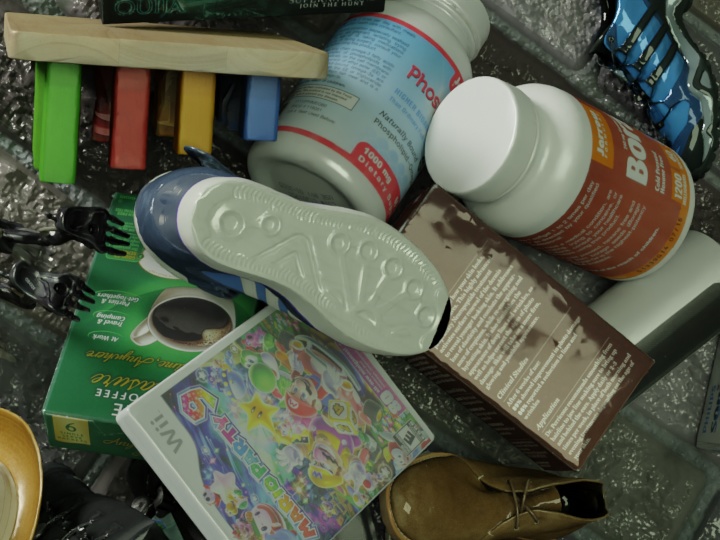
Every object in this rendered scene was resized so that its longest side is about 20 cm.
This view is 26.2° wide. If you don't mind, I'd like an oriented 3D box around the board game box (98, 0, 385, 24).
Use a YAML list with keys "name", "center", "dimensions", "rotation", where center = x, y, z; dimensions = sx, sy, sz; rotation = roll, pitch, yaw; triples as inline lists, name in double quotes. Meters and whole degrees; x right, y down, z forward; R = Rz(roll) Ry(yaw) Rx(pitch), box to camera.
- name: "board game box"
  center: [-0.093, -0.230, 1.111]
  dimensions: [0.200, 0.028, 0.135]
  rotation: [-5, 45, -13]

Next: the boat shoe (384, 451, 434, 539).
- name: "boat shoe"
  center: [0.056, 0.235, 1.135]
  dimensions: [0.072, 0.060, 0.200]
  rotation: [6, 84, -14]

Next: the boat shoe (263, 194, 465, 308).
- name: "boat shoe"
  center: [0.000, 0.000, 1.137]
  dimensions: [0.200, 0.071, 0.063]
  rotation: [-24, 83, -15]

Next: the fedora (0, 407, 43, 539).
- name: "fedora"
  center: [-0.298, 0.162, 0.988]
  dimensions: [0.201, 0.201, 0.082]
  rotation: [-57, 135, -12]

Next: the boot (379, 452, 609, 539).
- name: "boot"
  center: [0.098, 0.162, 1.099]
  dimensions: [0.200, 0.075, 0.074]
  rotation: [8, 70, -43]

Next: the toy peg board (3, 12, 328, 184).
- name: "toy peg board"
  center: [-0.142, -0.116, 1.058]
  dimensions: [0.199, 0.200, 0.098]
  rotation: [2, 102, -14]

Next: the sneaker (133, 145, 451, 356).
- name: "sneaker"
  center: [-0.052, -0.010, 1.007]
  dimensions: [0.200, 0.146, 0.081]
  rotation: [25, 83, -25]

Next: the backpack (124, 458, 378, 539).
- name: "backpack"
  center: [-0.058, 0.192, 1.076]
  dimensions: [0.167, 0.127, 0.200]
  rotation: [-25, 89, -14]

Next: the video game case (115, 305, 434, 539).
- name: "video game case"
  center: [-0.048, 0.102, 0.994]
  dimensions: [0.143, 0.018, 0.200]
  rotation: [52, 41, 1]

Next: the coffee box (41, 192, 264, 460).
- name: "coffee box"
  center: [-0.132, 0.038, 1.052]
  dimensions: [0.123, 0.044, 0.200]
  rotation: [8, 49, 1]

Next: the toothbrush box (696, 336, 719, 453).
- name: "toothbrush box"
  center: [0.383, 0.095, 1.217]
  dimensions: [0.200, 0.085, 0.147]
  rotation: [17, 81, -11]

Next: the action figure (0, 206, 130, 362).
- name: "action figure"
  center: [-0.254, 0.005, 1.046]
  dimensions: [0.102, 0.200, 0.119]
  rotation: [46, 53, -44]

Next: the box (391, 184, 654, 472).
- name: "box"
  center: [0.092, 0.043, 1.077]
  dimensions: [0.200, 0.075, 0.100]
  rotation: [39, 77, -7]

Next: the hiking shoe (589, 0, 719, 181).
- name: "hiking shoe"
  center: [0.222, -0.161, 1.213]
  dimensions: [0.087, 0.074, 0.200]
  rotation: [-9, 78, -7]

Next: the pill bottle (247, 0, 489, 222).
- name: "pill bottle"
  center: [0.013, -0.123, 1.121]
  dimensions: [0.109, 0.109, 0.200]
  rotation: [37, 64, -8]

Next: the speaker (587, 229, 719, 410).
- name: "speaker"
  center: [0.198, 0.056, 1.177]
  dimensions: [0.200, 0.081, 0.081]
  rotation: [-35, 94, -15]

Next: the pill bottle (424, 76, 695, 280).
- name: "pill bottle"
  center: [0.143, -0.068, 1.117]
  dimensions: [0.200, 0.112, 0.112]
  rotation: [19, 79, -43]

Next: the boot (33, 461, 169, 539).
- name: "boot"
  center: [-0.206, 0.212, 0.994]
  dimensions: [0.066, 0.200, 0.165]
  rotation: [42, 76, -29]
